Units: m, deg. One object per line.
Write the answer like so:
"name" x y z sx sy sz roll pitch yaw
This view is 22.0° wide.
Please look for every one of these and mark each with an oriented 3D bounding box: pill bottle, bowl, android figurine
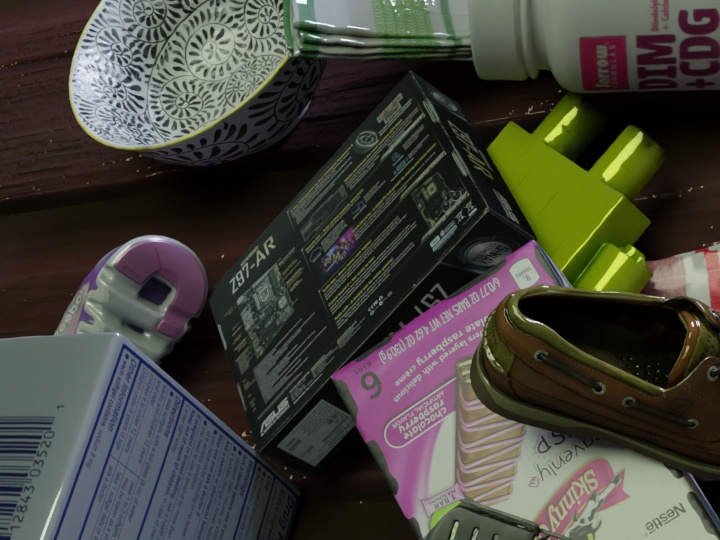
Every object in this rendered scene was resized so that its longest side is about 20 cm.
"pill bottle" 0.167 -0.159 1.066 0.200 0.113 0.113 -1 56 11
"bowl" -0.093 -0.140 1.276 0.201 0.094 0.201 -18 50 22
"android figurine" 0.090 -0.010 1.083 0.200 0.041 0.182 -53 39 1

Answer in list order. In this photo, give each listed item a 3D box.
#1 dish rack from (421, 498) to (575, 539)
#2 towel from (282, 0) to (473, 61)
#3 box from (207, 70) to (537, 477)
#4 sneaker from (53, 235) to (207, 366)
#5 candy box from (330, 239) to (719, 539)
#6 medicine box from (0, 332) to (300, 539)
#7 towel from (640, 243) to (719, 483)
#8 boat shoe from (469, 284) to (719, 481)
"dish rack" 0.101 0.198 0.868 0.200 0.055 0.153 18 87 17
"towel" 0.047 -0.195 1.197 0.200 0.031 0.149 -1 53 -7
"box" 0.000 0.000 1.097 0.200 0.044 0.160 -47 34 16
"sneaker" -0.174 0.060 1.202 0.200 0.080 0.088 -56 21 3
"candy box" 0.090 0.104 0.962 0.136 0.061 0.200 -35 63 8
"medicine box" -0.142 0.161 1.015 0.103 0.200 0.182 -3 57 32
"towel" 0.235 0.034 0.981 0.200 0.023 0.144 -17 52 23
"boat shoe" 0.156 0.052 0.895 0.200 0.068 0.072 7 54 -9
